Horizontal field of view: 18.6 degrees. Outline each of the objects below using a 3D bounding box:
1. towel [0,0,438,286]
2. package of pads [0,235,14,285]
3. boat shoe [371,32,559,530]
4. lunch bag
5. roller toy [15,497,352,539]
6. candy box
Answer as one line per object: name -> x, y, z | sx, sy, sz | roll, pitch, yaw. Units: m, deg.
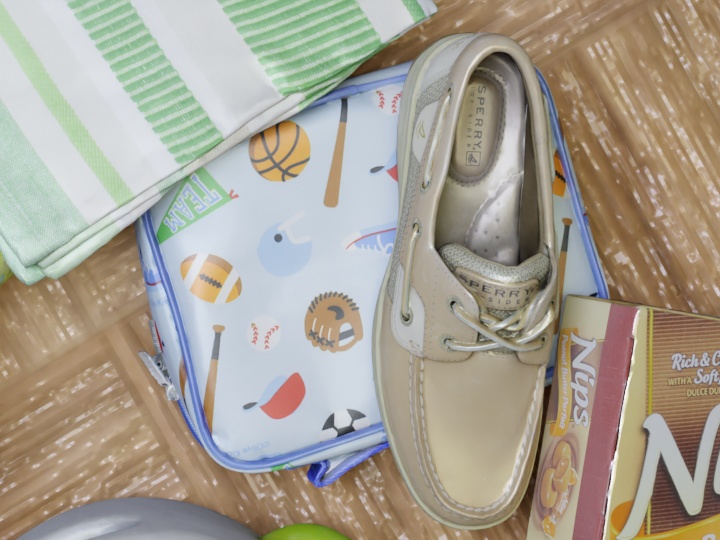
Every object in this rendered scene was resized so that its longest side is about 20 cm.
towel -> -0.088, -0.108, 0.865 | 0.199, 0.023, 0.153 | -34, 88, -14
package of pads -> -0.206, -0.032, 0.841 | 0.068, 0.200, 0.155 | -34, 102, 34
boat shoe -> 0.046, 0.007, 0.874 | 0.071, 0.065, 0.202 | 1, 95, -12
lunch bag -> 0.000, 0.000, 0.933 | 0.198, 0.076, 0.162 | -17, 96, -9
roller toy -> -0.088, 0.192, 0.889 | 0.181, 0.140, 0.202 | 15, 90, -9
candy box -> 0.171, 0.082, 0.938 | 0.199, 0.055, 0.117 | 9, 90, -30
